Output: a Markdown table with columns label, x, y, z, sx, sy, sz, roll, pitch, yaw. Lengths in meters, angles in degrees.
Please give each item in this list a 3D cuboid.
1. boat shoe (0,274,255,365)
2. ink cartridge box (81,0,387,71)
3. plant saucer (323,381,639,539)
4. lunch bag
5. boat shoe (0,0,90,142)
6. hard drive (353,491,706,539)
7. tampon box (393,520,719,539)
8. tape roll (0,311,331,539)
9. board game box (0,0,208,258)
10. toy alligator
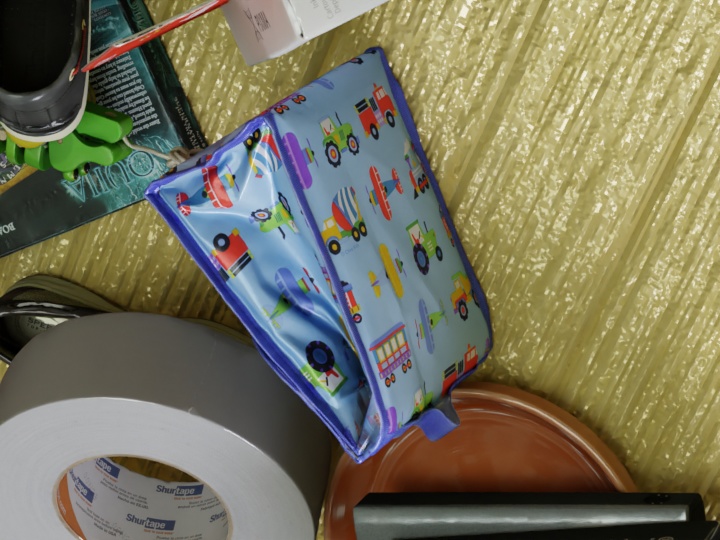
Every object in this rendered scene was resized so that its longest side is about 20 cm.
| label | x | y | z | sx | sy | sz | roll | pitch | yaw |
| --- | --- | --- | --- | --- | --- | --- | --- | --- | --- |
| boat shoe | -0.134 | 0.060 | 1.638 | 0.199 | 0.065 | 0.074 | 15 | 113 | 20 |
| ink cartridge box | -0.049 | -0.128 | 1.419 | 0.173 | 0.200 | 0.044 | -28 | 95 | -9 |
| plant saucer | 0.075 | 0.157 | 1.594 | 0.199 | 0.032 | 0.201 | 8 | 111 | 22 |
| lunch bag | 0.000 | 0.000 | 1.505 | 0.094 | 0.151 | 0.200 | -30 | 93 | 31 |
| boat shoe | -0.182 | -0.174 | 1.537 | 0.073 | 0.063 | 0.202 | -5 | 72 | -1 |
| hard drive | 0.100 | 0.192 | 1.558 | 0.199 | 0.033 | 0.140 | -2 | 107 | 26 |
| tampon box | 0.092 | 0.229 | 1.482 | 0.199 | 0.126 | 0.151 | -6 | 104 | 27 |
| tape roll | -0.118 | 0.114 | 1.598 | 0.199 | 0.066 | 0.201 | 7 | 137 | 6 |
| board game box | -0.194 | -0.085 | 1.637 | 0.199 | 0.028 | 0.136 | -20 | 99 | 29 |
| toy alligator | -0.172 | -0.077 | 1.578 | 0.199 | 0.059 | 0.054 | 26 | 116 | 14 |
